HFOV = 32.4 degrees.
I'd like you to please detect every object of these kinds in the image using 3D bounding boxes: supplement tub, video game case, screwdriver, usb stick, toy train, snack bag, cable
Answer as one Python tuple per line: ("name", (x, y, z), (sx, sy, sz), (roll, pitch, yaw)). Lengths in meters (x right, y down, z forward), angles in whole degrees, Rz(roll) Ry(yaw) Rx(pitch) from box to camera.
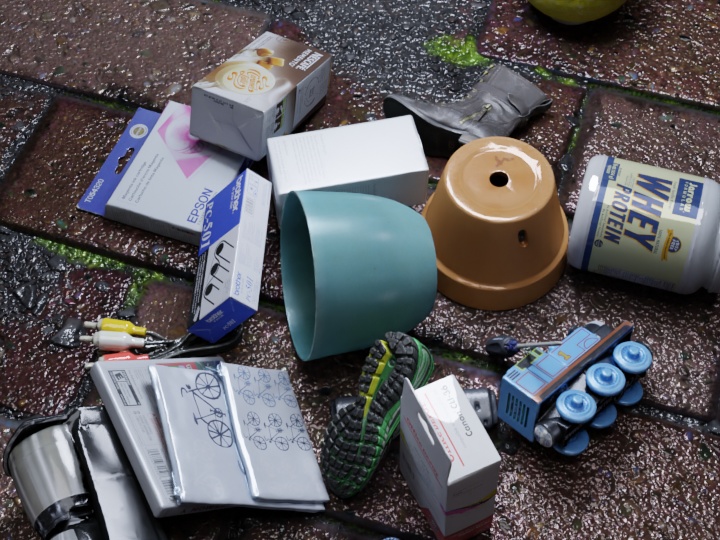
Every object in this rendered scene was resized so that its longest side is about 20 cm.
("supplement tub", (0.367, -0.054, 1.542), (0.197, 0.146, 0.146), (14, 55, 11))
("video game case", (-0.191, 0.182, 1.398), (0.181, 0.023, 0.201), (2, 45, -44))
("screwdriver", (0.185, 0.087, 1.428), (0.029, 0.200, 0.028), (-4, 86, -12))
("usb stick", (0.062, 0.168, 1.457), (0.197, 0.033, 0.056), (-3, 58, -2))
("toy train", (0.253, 0.127, 1.443), (0.199, 0.087, 0.114), (-34, 55, -31))
("snack bag", (-0.140, 0.182, 1.395), (0.198, 0.021, 0.190), (11, 45, -36))
("cable", (-0.240, 0.093, 1.507), (0.197, 0.051, 0.098), (-8, 51, -4))

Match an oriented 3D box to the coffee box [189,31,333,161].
("coffee box", (-0.133, -0.241, 1.694), (0.113, 0.081, 0.200), (23, 39, 17))

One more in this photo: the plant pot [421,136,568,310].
("plant pot", (0.169, -0.071, 1.563), (0.197, 0.141, 0.202), (-1, 55, 1))

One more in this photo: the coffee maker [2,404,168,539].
("coffee maker", (-0.271, 0.254, 1.341), (0.190, 0.135, 0.201), (-20, 57, -14))

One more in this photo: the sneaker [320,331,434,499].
("sneaker", (0.026, 0.171, 1.399), (0.078, 0.085, 0.202), (35, 98, 39))

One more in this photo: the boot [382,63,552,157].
("boot", (0.149, -0.229, 1.730), (0.198, 0.070, 0.175), (29, 57, 12))

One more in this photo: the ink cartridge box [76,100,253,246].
("ink cartridge box", (-0.259, -0.141, 1.684), (0.197, 0.044, 0.198), (17, 57, 11))

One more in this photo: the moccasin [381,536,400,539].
("moccasin", (-0.014, 0.357, 1.301), (0.080, 0.069, 0.200), (32, 61, 22))

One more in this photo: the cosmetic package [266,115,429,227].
("cosmetic package", (-0.018, -0.128, 1.605), (0.197, 0.074, 0.103), (-8, 54, -7))

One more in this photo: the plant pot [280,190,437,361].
("plant pot", (0.000, 0.000, 1.489), (0.159, 0.202, 0.202), (-5, 53, -15))

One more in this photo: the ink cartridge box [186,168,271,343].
("ink cartridge box", (-0.161, -0.020, 1.532), (0.044, 0.094, 0.202), (29, 45, -29))

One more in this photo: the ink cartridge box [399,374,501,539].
("ink cartridge box", (0.094, 0.198, 1.332), (0.067, 0.201, 0.117), (-21, 56, -14))

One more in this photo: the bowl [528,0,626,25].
("bowl", (0.318, -0.432, 1.839), (0.197, 0.108, 0.202), (-1, 54, 1))
